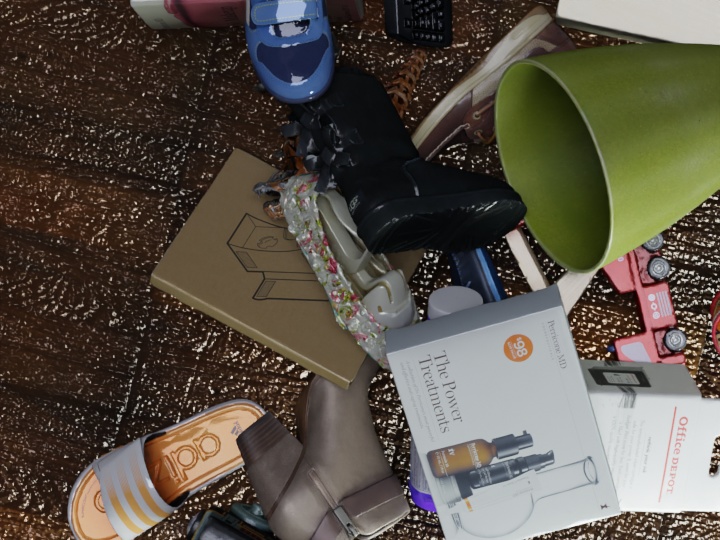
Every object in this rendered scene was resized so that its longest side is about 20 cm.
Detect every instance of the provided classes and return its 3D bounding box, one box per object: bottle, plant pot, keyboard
[{"bbox_3d":[0.079,0.111,1.680,0.065,0.084,0.201,12,123,19],"label":"bottle"},{"bbox_3d":[0.245,-0.118,1.656,0.199,0.187,0.188,-20,86,-20],"label":"plant pot"},{"bbox_3d":[0.049,-0.302,1.741,0.104,0.040,0.201,-1,86,-37],"label":"keyboard"}]

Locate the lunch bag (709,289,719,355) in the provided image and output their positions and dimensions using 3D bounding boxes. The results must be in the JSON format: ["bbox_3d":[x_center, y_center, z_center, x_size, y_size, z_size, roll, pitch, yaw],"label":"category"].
[{"bbox_3d":[0.414,0.071,1.682,0.176,0.082,0.201,-30,99,15],"label":"lunch bag"}]

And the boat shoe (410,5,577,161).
[{"bbox_3d":[0.112,-0.144,1.742,0.072,0.072,0.200,45,91,-3],"label":"boat shoe"}]

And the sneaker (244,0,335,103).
[{"bbox_3d":[-0.064,-0.236,1.608,0.073,0.082,0.201,-8,75,-1],"label":"sneaker"}]

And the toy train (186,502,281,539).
[{"bbox_3d":[-0.069,0.274,1.709,0.199,0.114,0.086,30,94,5],"label":"toy train"}]

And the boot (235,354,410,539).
[{"bbox_3d":[-0.008,0.160,1.718,0.200,0.070,0.146,-38,80,-15],"label":"boot"}]

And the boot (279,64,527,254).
[{"bbox_3d":[0.036,-0.095,1.663,0.073,0.197,0.163,-51,57,38],"label":"boot"}]

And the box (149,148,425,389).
[{"bbox_3d":[-0.062,-0.005,1.730,0.199,0.021,0.164,28,57,5],"label":"box"}]

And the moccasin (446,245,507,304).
[{"bbox_3d":[0.103,0.052,1.728,0.068,0.080,0.201,-20,86,9],"label":"moccasin"}]

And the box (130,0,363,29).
[{"bbox_3d":[-0.100,-0.280,1.730,0.199,0.128,0.110,-2,87,4],"label":"box"}]

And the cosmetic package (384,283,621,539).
[{"bbox_3d":[0.119,0.126,1.614,0.150,0.052,0.201,-17,111,5],"label":"cosmetic package"}]

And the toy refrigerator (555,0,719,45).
[{"bbox_3d":[0.278,-0.237,1.737,0.199,0.070,0.076,12,92,6],"label":"toy refrigerator"}]

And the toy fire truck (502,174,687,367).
[{"bbox_3d":[0.204,0.005,1.739,0.140,0.049,0.201,-13,87,3],"label":"toy fire truck"}]

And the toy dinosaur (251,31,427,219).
[{"bbox_3d":[-0.023,-0.133,1.750,0.136,0.102,0.200,52,52,-10],"label":"toy dinosaur"}]

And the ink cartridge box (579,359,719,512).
[{"bbox_3d":[0.224,0.144,1.694,0.199,0.067,0.117,3,113,-8],"label":"ink cartridge box"}]

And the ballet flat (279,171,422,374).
[{"bbox_3d":[0.000,0.000,1.672,0.076,0.064,0.200,-36,92,-39],"label":"ballet flat"}]

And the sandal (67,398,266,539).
[{"bbox_3d":[-0.177,0.177,1.749,0.206,0.059,0.079,-32,86,2],"label":"sandal"}]
